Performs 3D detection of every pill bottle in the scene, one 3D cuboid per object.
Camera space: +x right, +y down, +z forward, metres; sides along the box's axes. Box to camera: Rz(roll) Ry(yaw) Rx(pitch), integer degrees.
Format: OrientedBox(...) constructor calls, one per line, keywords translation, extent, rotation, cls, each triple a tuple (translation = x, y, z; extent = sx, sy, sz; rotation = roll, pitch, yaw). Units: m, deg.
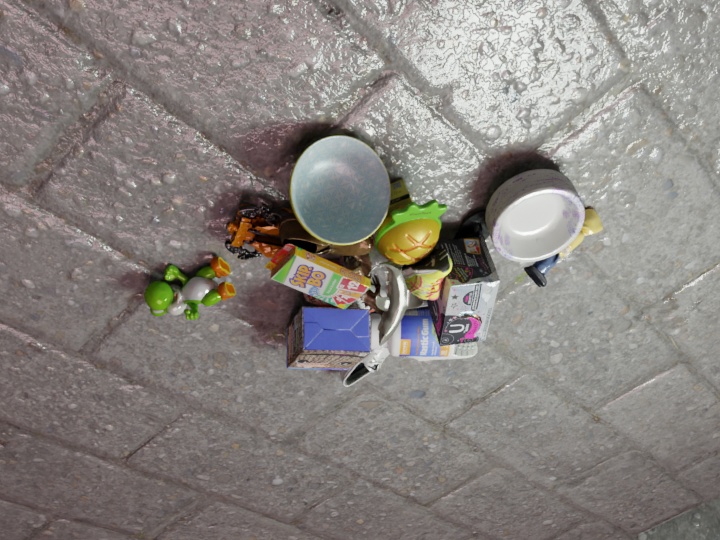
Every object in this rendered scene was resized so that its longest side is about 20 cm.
OrientedBox(translation=(0.121, 0.146, 1.726), extent=(0.194, 0.114, 0.114), rotation=(0, 135, -2), cls="pill bottle")

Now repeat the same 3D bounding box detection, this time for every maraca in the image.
OrientedBox(translation=(0.097, -0.080, 1.420), extent=(0.134, 0.109, 0.201), rotation=(-11, 157, -17), cls="maraca")

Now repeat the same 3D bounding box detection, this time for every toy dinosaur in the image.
OrientedBox(translation=(0.000, 0.000, 1.560), extent=(0.134, 0.206, 0.085), rotation=(4, 170, -44), cls="toy dinosaur")

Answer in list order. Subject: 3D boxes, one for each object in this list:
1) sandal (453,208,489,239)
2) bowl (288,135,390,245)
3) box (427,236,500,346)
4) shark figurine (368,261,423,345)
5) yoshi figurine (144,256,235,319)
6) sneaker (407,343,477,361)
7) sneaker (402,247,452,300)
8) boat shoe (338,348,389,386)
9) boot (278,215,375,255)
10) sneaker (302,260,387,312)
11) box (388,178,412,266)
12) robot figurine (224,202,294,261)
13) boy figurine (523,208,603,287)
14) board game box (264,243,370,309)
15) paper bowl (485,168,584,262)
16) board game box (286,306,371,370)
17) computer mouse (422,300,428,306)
OrientedBox(translation=(0.232, -0.049, 1.609), extent=(0.074, 0.049, 0.202), rotation=(15, 129, -26), cls="sandal")
OrientedBox(translation=(-0.051, -0.147, 1.394), extent=(0.195, 0.206, 0.107), rotation=(7, 176, -19), cls="bowl")
OrientedBox(translation=(0.216, 0.048, 1.577), extent=(0.112, 0.134, 0.203), rotation=(-6, 138, -7), cls="box")
OrientedBox(translation=(0.083, 0.042, 1.469), extent=(0.088, 0.129, 0.218), rotation=(18, 136, 22), cls="shark figurine")
OrientedBox(translation=(-0.372, 0.044, 1.540), extent=(0.196, 0.113, 0.113), rotation=(-21, 120, 12), cls="yoshi figurine")
OrientedBox(translation=(0.197, 0.192, 1.835), extent=(0.195, 0.078, 0.081), rotation=(6, 145, -11), cls="sneaker")
OrientedBox(translation=(0.143, 0.016, 1.492), extent=(0.077, 0.200, 0.091), rotation=(-34, 95, -18), cls="sneaker")
OrientedBox(translation=(0.028, 0.223, 1.822), extent=(0.073, 0.066, 0.199), rotation=(30, 122, -34), cls="boat shoe")
OrientedBox(translation=(-0.064, -0.052, 1.432), extent=(0.195, 0.076, 0.075), rotation=(8, 120, -14), cls="boot")
OrientedBox(translation=(-0.028, 0.035, 1.624), extent=(0.196, 0.068, 0.109), rotation=(1, 137, -10), cls="sneaker")
OrientedBox(translation=(0.093, -0.094, 1.534), extent=(0.074, 0.051, 0.202), rotation=(-21, 134, 9), cls="box")
OrientedBox(translation=(-0.180, -0.075, 1.488), extent=(0.196, 0.059, 0.146), rotation=(13, 130, -25), cls="robot figurine")
OrientedBox(translation=(0.450, -0.053, 1.617), extent=(0.199, 0.065, 0.124), rotation=(-42, 178, -5), cls="boy figurine")
OrientedBox(translation=(-0.085, 0.013, 1.437), extent=(0.197, 0.031, 0.095), rotation=(26, 136, -26), cls="board game box")
OrientedBox(translation=(0.356, -0.123, 1.522), extent=(0.195, 0.106, 0.204), rotation=(-7, 136, -6), cls="paper bowl")
OrientedBox(translation=(-0.076, 0.157, 1.656), extent=(0.155, 0.099, 0.200), rotation=(3, 161, -15), cls="board game box")
OrientedBox(translation=(0.174, 0.045, 1.698), extent=(0.195, 0.045, 0.111), rotation=(-1, 140, -19), cls="computer mouse")
